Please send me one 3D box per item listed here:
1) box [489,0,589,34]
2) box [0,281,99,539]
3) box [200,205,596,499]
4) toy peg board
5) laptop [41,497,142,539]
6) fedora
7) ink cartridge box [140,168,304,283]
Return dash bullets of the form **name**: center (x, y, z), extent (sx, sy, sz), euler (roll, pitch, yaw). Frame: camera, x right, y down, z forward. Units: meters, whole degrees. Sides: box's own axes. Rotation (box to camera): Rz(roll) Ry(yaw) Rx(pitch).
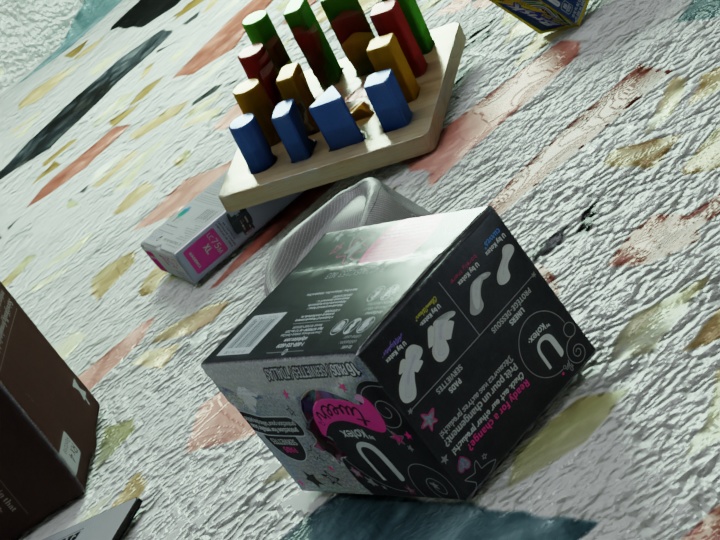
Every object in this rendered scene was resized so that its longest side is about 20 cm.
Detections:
- **box**: center (0.179, -0.305, 1.930), extent (0.064, 0.070, 0.201), euler (-4, 60, 61)
- **box**: center (-0.332, 0.131, 1.775), extent (0.199, 0.165, 0.166), euler (-35, 17, 9)
- **box**: center (0.019, 0.054, 1.356), extent (0.132, 0.115, 0.200), euler (-47, 18, -24)
- **toy peg board**: center (-0.029, -0.166, 1.961), extent (0.199, 0.098, 0.200), euler (-16, 29, 22)
- **laptop**: center (-0.285, 0.207, 1.568), extent (0.199, 0.116, 0.188), euler (-26, 21, 33)
- **fedora**: center (0.000, 0.000, 1.573), extent (0.176, 0.091, 0.200), euler (-24, 21, 38)
- **ink cartridge box**: center (-0.099, -0.069, 2.045), extent (0.200, 0.042, 0.119), euler (-43, 18, -11)
